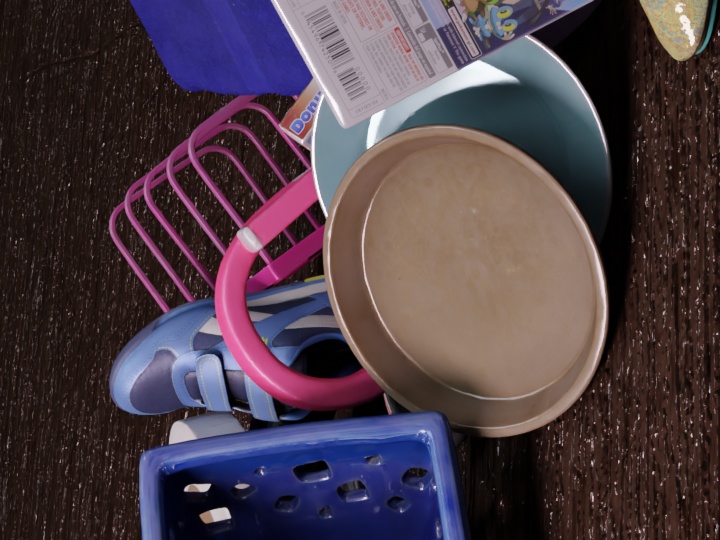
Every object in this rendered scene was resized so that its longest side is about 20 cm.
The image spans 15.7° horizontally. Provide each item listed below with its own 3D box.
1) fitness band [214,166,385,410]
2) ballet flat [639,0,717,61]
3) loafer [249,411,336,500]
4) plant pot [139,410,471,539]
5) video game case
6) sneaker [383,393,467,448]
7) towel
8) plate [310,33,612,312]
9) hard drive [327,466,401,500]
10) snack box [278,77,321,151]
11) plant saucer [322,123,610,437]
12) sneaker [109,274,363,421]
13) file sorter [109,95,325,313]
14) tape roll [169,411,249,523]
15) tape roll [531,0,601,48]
[{"bbox_3d":[0.000,0.000,1.674,0.200,0.144,0.037,-39,6,-19],"label":"fitness band"},{"bbox_3d":[0.174,-0.223,1.508,0.071,0.070,0.201,171,107,-67],"label":"ballet flat"},{"bbox_3d":[-0.046,0.086,1.881,0.070,0.068,0.201,-47,20,40],"label":"loafer"},{"bbox_3d":[-0.024,0.221,1.629,0.180,0.199,0.201,82,-179,-60],"label":"plant pot"},{"bbox_3d":[0.022,-0.210,1.525,0.201,0.182,0.023,60,-170,-16],"label":"video game case"},{"bbox_3d":[0.043,0.042,1.756,0.087,0.073,0.201,87,175,-59],"label":"sneaker"},{"bbox_3d":[-0.086,-0.189,1.786,0.200,0.050,0.148,6,128,53],"label":"towel"},{"bbox_3d":[0.064,-0.066,1.612,0.026,0.199,0.201,-40,-27,-61],"label":"plate"},{"bbox_3d":[-0.023,0.220,1.866,0.200,0.038,0.140,120,151,-44],"label":"hard drive"},{"bbox_3d":[0.003,-0.098,1.750,0.072,0.024,0.200,-53,-18,2],"label":"snack box"},{"bbox_3d":[0.067,0.004,1.592,0.199,0.029,0.201,13,115,29],"label":"plant saucer"},{"bbox_3d":[-0.076,0.063,1.798,0.074,0.199,0.082,76,177,-45],"label":"sneaker"},{"bbox_3d":[-0.083,-0.051,1.921,0.126,0.139,0.200,54,151,-1],"label":"file sorter"},{"bbox_3d":[-0.089,0.198,1.838,0.203,0.037,0.204,165,90,-75],"label":"tape roll"},{"bbox_3d":[0.062,-0.217,1.604,0.066,0.199,0.201,-109,35,-49],"label":"tape roll"}]
